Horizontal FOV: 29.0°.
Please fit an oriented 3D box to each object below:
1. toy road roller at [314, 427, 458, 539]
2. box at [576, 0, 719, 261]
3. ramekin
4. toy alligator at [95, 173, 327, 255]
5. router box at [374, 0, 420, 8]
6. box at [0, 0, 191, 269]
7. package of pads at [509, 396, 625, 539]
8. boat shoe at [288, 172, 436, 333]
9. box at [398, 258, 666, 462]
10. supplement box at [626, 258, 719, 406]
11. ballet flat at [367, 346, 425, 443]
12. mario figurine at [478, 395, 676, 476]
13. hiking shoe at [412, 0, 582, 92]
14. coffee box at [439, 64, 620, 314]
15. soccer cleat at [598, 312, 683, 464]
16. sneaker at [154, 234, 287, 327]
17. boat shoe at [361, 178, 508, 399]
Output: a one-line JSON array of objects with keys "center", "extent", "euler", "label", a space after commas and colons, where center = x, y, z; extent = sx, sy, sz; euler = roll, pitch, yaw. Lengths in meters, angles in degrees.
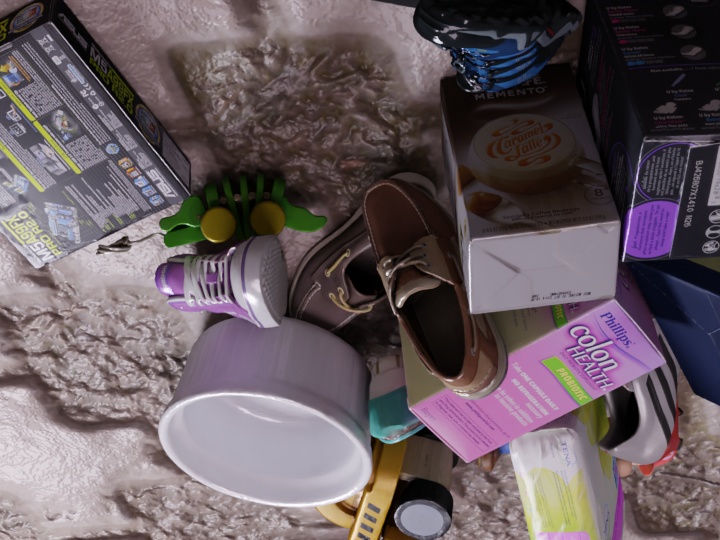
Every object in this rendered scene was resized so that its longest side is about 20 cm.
[{"center": [0.013, 0.234, 1.423], "extent": [0.145, 0.123, 0.201], "euler": [16, 129, -2], "label": "toy road roller"}, {"center": [0.235, -0.117, 1.058], "extent": [0.105, 0.201, 0.123], "euler": [-3, 134, -3], "label": "box"}, {"center": [-0.080, 0.129, 1.296], "extent": [0.199, 0.098, 0.201], "euler": [7, 143, 5], "label": "ramekin"}, {"center": [-0.128, -0.050, 1.183], "extent": [0.198, 0.059, 0.055], "euler": [-6, 93, -4], "label": "toy alligator"}, {"center": [0.020, -0.287, 0.971], "extent": [0.149, 0.062, 0.201], "euler": [8, 131, -13], "label": "router box"}, {"center": [-0.254, -0.106, 1.124], "extent": [0.159, 0.044, 0.200], "euler": [-24, 131, 16], "label": "box"}, {"center": [0.193, 0.189, 1.284], "extent": [0.068, 0.155, 0.201], "euler": [-7, 116, 20], "label": "package of pads"}, {"center": [0.000, 0.000, 1.239], "extent": [0.071, 0.060, 0.200], "euler": [26, 125, -27], "label": "boat shoe"}, {"center": [0.139, 0.036, 1.207], "extent": [0.199, 0.177, 0.097], "euler": [-31, 128, 21], "label": "box"}, {"center": [0.359, -0.001, 1.164], "extent": [0.200, 0.134, 0.200], "euler": [-48, 131, -14], "label": "supplement box"}, {"center": [0.037, 0.108, 1.276], "extent": [0.067, 0.200, 0.071], "euler": [-23, 89, 10], "label": "ballet flat"}, {"center": [0.218, 0.175, 1.390], "extent": [0.198, 0.107, 0.124], "euler": [1, 167, 3], "label": "mario figurine"}, {"center": [0.096, -0.164, 1.019], "extent": [0.199, 0.074, 0.087], "euler": [-11, 138, -55], "label": "hiking shoe"}, {"center": [0.127, -0.068, 1.092], "extent": [0.113, 0.201, 0.080], "euler": [-7, 133, 0], "label": "coffee box"}, {"center": [0.254, 0.075, 1.261], "extent": [0.085, 0.202, 0.068], "euler": [5, 178, -34], "label": "soccer cleat"}, {"center": [-0.120, 0.013, 1.171], "extent": [0.113, 0.073, 0.200], "euler": [1, 173, -1], "label": "sneaker"}, {"center": [0.054, 0.008, 1.118], "extent": [0.076, 0.201, 0.072], "euler": [-36, 158, 17], "label": "boat shoe"}]
